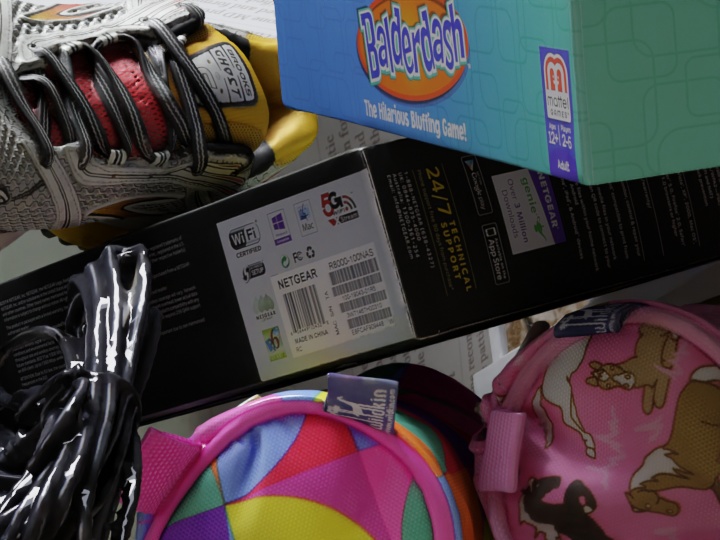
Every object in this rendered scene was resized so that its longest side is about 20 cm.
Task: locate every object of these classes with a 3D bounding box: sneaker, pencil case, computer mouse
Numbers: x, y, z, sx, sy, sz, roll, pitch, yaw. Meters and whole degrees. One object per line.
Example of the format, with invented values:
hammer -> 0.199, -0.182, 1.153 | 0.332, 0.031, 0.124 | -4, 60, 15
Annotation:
sneaker -> -0.074, -0.049, 0.772 | 0.082, 0.078, 0.200 | -17, -2, 21
pencil case -> -0.003, 0.066, 0.752 | 0.088, 0.088, 0.200 | -17, -5, 8
computer mouse -> -0.110, 0.092, 0.676 | 0.200, 0.053, 0.139 | -42, 18, 21
pencil case -> 0.103, 0.038, 0.755 | 0.083, 0.087, 0.200 | -37, -12, 25

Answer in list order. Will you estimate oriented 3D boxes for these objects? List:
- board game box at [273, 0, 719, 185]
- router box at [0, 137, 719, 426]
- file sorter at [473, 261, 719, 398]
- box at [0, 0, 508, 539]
board game box -> 0.081, -0.061, 0.686 | 0.152, 0.045, 0.200 | -8, 11, -19
router box -> 0.000, 0.000, 0.805 | 0.157, 0.052, 0.200 | -14, -3, -43
file sorter -> 0.146, -0.033, 0.926 | 0.139, 0.125, 0.200 | 18, -38, -36
box -> -0.075, -0.002, 1.026 | 0.200, 0.199, 0.171 | 11, 29, 36
